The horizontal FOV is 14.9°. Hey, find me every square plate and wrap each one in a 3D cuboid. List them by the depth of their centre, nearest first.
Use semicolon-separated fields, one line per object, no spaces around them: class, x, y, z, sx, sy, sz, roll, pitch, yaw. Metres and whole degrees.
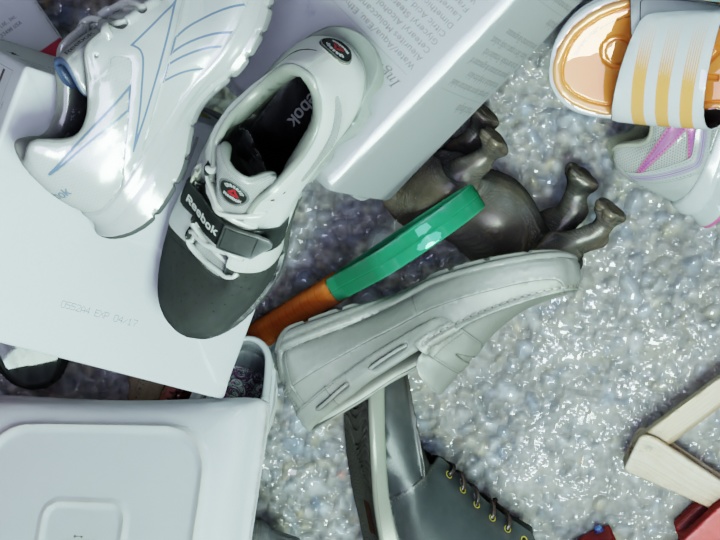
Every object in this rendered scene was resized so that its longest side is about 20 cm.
square plate;-0.158;0.166;1.621;0.199;0.028;0.199;-1;70;24

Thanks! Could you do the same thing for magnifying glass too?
magnifying glass;0.000;0.000;1.700;0.200;0.080;0.022;-34;93;41

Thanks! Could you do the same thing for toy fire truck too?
toy fire truck;0.215;0.142;1.780;0.199;0.049;0.141;-23;103;6

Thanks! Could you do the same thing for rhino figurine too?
rhino figurine;0.061;-0.056;1.721;0.200;0.060;0.088;32;111;-5

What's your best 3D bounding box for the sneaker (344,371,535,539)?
sneaker;0.053;0.140;1.775;0.106;0.075;0.201;-11;103;-12

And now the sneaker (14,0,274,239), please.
sneaker;-0.114;-0.119;1.499;0.087;0.074;0.200;31;82;-30

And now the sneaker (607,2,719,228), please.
sneaker;0.209;-0.130;1.693;0.088;0.081;0.201;17;101;-4

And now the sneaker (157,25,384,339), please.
sneaker;-0.067;-0.045;1.512;0.074;0.088;0.200;34;112;12

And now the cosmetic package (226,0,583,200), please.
cosmetic package;0.012;-0.167;1.615;0.200;0.165;0.165;-45;81;8

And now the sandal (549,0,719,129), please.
sandal;0.214;-0.122;1.629;0.206;0.059;0.079;3;104;6

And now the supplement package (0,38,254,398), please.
supplement package;-0.159;-0.034;1.605;0.200;0.111;0.156;17;97;-36

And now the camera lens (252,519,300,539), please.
camera lens;-0.149;0.217;1.737;0.199;0.160;0.161;13;104;-4

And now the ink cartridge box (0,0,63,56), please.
ink cartridge box;-0.274;-0.141;1.655;0.147;0.086;0.200;-36;97;-15

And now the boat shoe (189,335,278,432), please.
boat shoe;-0.095;0.128;1.666;0.072;0.069;0.200;23;59;8

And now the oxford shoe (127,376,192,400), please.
oxford shoe;-0.121;0.042;1.753;0.075;0.070;0.201;28;107;21

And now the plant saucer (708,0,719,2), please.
plant saucer;0.209;-0.214;1.634;0.200;0.201;0.039;3;137;-2

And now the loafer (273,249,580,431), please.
loafer;0.045;0.041;1.689;0.199;0.070;0.070;-21;79;16

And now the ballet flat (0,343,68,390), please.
ballet flat;-0.234;-0.019;1.738;0.066;0.057;0.201;-16;98;-8
